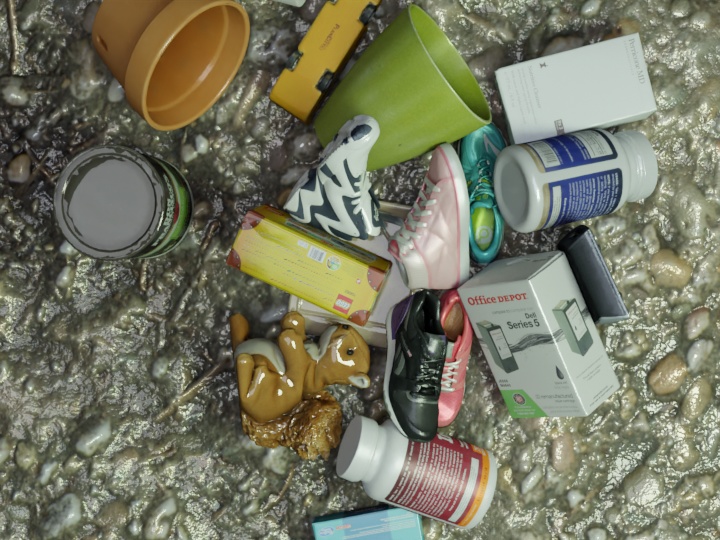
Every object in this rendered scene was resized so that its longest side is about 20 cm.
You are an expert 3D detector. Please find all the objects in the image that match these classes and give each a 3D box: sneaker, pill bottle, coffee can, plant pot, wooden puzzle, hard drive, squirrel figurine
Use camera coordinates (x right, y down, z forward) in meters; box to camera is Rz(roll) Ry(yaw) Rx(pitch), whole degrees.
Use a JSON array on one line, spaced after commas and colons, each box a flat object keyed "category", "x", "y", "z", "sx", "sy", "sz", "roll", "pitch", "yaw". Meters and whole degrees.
[{"category": "sneaker", "x": 0.087, "y": -0.064, "z": 1.683, "sx": 0.103, "sy": 0.075, "sz": 0.202, "roll": -9, "pitch": 114, "yaw": -12}, {"category": "pill bottle", "x": 0.286, "y": -0.124, "z": 1.684, "sx": 0.198, "sy": 0.116, "sz": 0.117, "roll": -12, "pitch": 90, "yaw": -20}, {"category": "coffee can", "x": -0.313, "y": -0.088, "z": 1.704, "sx": 0.145, "sy": 0.200, "sz": 0.148, "roll": 0, "pitch": 91, "yaw": 3}, {"category": "pill bottle", "x": 0.074, "y": 0.266, "z": 1.707, "sx": 0.198, "sy": 0.113, "sz": 0.114, "roll": 21, "pitch": 92, "yaw": -14}, {"category": "plant pot", "x": -0.265, "y": -0.311, "z": 1.713, "sx": 0.140, "sy": 0.200, "sz": 0.201, "roll": 39, "pitch": 93, "yaw": 19}, {"category": "wooden puzzle", "x": 0.000, "y": 0.000, "z": 1.772, "sx": 0.183, "sy": 0.037, "sz": 0.202, "roll": 10, "pitch": 96, "yaw": 3}, {"category": "sneaker", "x": 0.172, "y": -0.107, "z": 1.734, "sx": 0.077, "sy": 0.080, "sz": 0.202, "roll": -3, "pitch": 90, "yaw": 4}, {"category": "hard drive", "x": 0.302, "y": 0.009, "z": 1.667, "sx": 0.042, "sy": 0.200, "sz": 0.136, "roll": -24, "pitch": 88, "yaw": 5}, {"category": "plant pot", "x": 0.043, "y": -0.220, "z": 1.706, "sx": 0.199, "sy": 0.187, "sz": 0.188, "roll": -34, "pitch": 89, "yaw": 19}, {"category": "squirrel figurine", "x": -0.077, "y": 0.155, "z": 1.744, "sx": 0.184, "sy": 0.142, "sz": 0.202, "roll": -7, "pitch": 107, "yaw": -8}, {"category": "sneaker", "x": 0.077, "y": 0.122, "z": 1.672, "sx": 0.075, "sy": 0.088, "sz": 0.202, "roll": 6, "pitch": 64, "yaw": -26}, {"category": "sneaker", "x": -0.001, "y": -0.108, "z": 1.660, "sx": 0.129, "sy": 0.080, "sz": 0.199, "roll": 34, "pitch": 127, "yaw": -12}, {"category": "sneaker", "x": 0.114, "y": 0.117, "z": 1.738, "sx": 0.073, "sy": 0.087, "sz": 0.202, "roll": 9, "pitch": 92, "yaw": 4}]

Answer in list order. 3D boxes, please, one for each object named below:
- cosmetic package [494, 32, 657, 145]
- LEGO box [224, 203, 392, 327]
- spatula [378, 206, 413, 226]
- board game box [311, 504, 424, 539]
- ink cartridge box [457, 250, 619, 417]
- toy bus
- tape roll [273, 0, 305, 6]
[{"category": "cosmetic package", "x": 0.290, "y": -0.240, "z": 1.724, "sx": 0.198, "sy": 0.081, "sz": 0.114, "roll": -16, "pitch": 88, "yaw": 5}, {"category": "LEGO box", "x": -0.065, "y": -0.010, "z": 1.682, "sx": 0.198, "sy": 0.149, "sz": 0.078, "roll": 25, "pitch": 98, "yaw": 2}, {"category": "spatula", "x": 0.027, "y": -0.073, "z": 1.734, "sx": 0.198, "sy": 0.021, "sz": 0.057, "roll": 11, "pitch": 107, "yaw": 4}, {"category": "board game box", "x": 0.025, "y": 0.433, "z": 1.769, "sx": 0.149, "sy": 0.047, "sz": 0.202, "roll": -10, "pitch": 91, "yaw": 3}, {"category": "ink cartridge box", "x": 0.233, "y": 0.087, "z": 1.677, "sx": 0.084, "sy": 0.145, "sz": 0.202, "roll": -33, "pitch": 104, "yaw": -35}, {"category": "toy bus", "x": -0.046, "y": -0.303, "z": 1.745, "sx": 0.065, "sy": 0.078, "sz": 0.201, "roll": 33, "pitch": 93, "yaw": 3}, {"category": "tape roll", "x": -0.090, "y": -0.456, "z": 1.685, "sx": 0.070, "sy": 0.202, "sz": 0.205, "roll": 14, "pitch": 92, "yaw": 2}]
